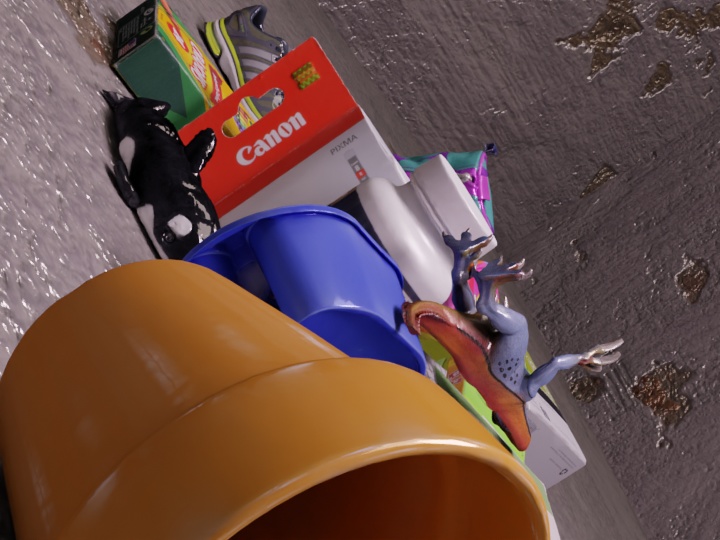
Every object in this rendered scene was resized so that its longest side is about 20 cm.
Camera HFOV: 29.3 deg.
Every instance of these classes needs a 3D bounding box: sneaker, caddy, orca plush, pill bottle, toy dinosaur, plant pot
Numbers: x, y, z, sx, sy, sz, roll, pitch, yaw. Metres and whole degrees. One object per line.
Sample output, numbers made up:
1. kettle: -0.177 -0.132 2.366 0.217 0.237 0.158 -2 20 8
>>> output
1. sneaker: -0.107 -0.223 1.589 0.201 0.080 0.074 60 10 13
2. caddy: -0.042 0.032 0.922 0.200 0.140 0.106 45 18 -56
3. orca plush: -0.130 -0.078 1.027 0.105 0.071 0.201 51 12 -36
4. pill bottle: 0.000 0.000 1.054 0.112 0.199 0.111 55 9 -13
5. toy dinosaur: 0.086 0.065 0.991 0.105 0.198 0.184 27 -49 45
6. plant pot: -0.057 0.094 0.548 0.183 0.200 0.200 45 -1 43

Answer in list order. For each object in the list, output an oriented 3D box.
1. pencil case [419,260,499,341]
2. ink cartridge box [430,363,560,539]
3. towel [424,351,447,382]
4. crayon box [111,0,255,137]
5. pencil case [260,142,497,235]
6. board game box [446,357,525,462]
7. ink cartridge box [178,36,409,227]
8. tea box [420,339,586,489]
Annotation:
1. pencil case: 0.029 0.014 1.230 0.198 0.089 0.088 13 -19 34
2. ink cartridge box: 0.088 0.167 0.959 0.146 0.048 0.200 48 10 -18
3. towel: 0.037 0.145 1.151 0.166 0.085 0.201 43 19 -52
4. crayon box: -0.141 -0.139 1.236 0.201 0.050 0.127 54 10 -27
5. pencil case: 0.018 -0.068 1.193 0.093 0.197 0.086 74 20 -65
6. board game box: 0.094 0.152 1.080 0.096 0.030 0.201 55 19 -18
7. ink cartridge box: -0.048 -0.065 1.131 0.201 0.161 0.050 56 8 -5
8. tea box: 0.112 0.127 1.432 0.200 0.133 0.198 43 17 -56
